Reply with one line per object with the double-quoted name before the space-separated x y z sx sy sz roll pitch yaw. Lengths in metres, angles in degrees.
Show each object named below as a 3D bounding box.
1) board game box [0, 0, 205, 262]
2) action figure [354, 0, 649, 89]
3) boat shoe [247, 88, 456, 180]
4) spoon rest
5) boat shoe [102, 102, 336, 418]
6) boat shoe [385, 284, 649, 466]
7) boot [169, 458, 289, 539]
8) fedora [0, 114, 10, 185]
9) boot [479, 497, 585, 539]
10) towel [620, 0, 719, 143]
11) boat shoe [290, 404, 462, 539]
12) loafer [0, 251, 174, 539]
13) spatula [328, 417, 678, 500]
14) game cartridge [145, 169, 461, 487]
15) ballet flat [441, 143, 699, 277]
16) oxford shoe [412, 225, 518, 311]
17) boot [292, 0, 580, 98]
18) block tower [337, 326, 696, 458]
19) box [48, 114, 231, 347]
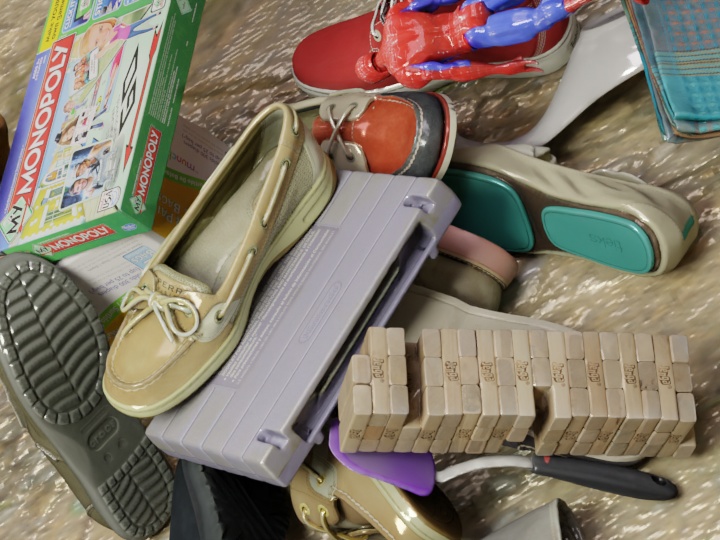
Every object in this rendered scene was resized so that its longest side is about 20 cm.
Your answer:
"board game box" -0.160 -0.103 1.495 0.134 0.029 0.201 -16 53 42
"action figure" 0.080 -0.152 1.473 0.199 0.052 0.066 -18 71 28
"boat shoe" -0.006 -0.081 1.518 0.200 0.062 0.072 3 79 63
"spoon rest" 0.131 -0.116 1.515 0.199 0.061 0.099 -21 11 20
"boat shoe" -0.090 -0.007 1.423 0.073 0.063 0.201 28 73 37
"boat shoe" 0.084 0.068 1.424 0.199 0.063 0.073 22 58 18
"boot" -0.119 0.200 1.439 0.168 0.076 0.200 -46 25 16
"fedora" -0.265 -0.057 1.512 0.081 0.201 0.202 1 58 5
"boot" 0.045 0.233 1.340 0.199 0.073 0.183 -19 51 11
"towel" 0.260 -0.147 1.439 0.199 0.022 0.147 -9 53 -5
"boat shoe" -0.007 0.127 1.429 0.067 0.074 0.200 -53 32 3
"loafer" -0.186 0.081 1.497 0.075 0.201 0.069 -38 24 -33
"spatula" 0.080 0.111 1.365 0.198 0.021 0.057 6 24 0
"game cartridge" -0.034 0.029 1.421 0.129 0.038 0.201 5 58 56
"ballet flat" 0.119 -0.043 1.483 0.199 0.070 0.070 18 70 35
"oxford shoe" 0.000 0.000 1.513 0.199 0.071 0.074 13 75 38
"boot" 0.025 -0.176 1.564 0.199 0.144 0.073 -9 56 26
"block tower" 0.090 0.068 1.344 0.198 0.058 0.054 2 63 -9
"box" -0.166 -0.012 1.555 0.199 0.112 0.102 -26 48 38
